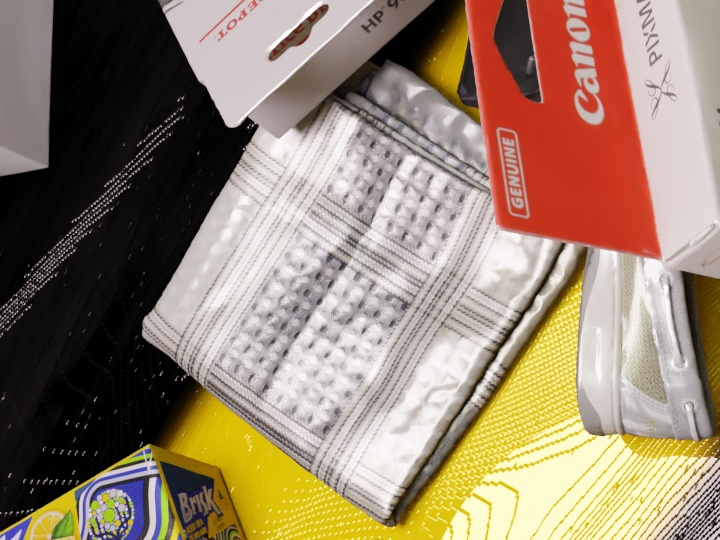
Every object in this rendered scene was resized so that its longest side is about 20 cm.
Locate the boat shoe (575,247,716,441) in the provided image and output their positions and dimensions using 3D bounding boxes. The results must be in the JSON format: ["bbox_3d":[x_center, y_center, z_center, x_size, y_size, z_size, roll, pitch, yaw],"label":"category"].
[{"bbox_3d":[0.142,-0.021,0.887,0.065,0.074,0.202,4,78,17],"label":"boat shoe"}]

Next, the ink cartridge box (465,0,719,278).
[{"bbox_3d":[0.130,-0.096,0.829,0.044,0.174,0.200,-40,47,48],"label":"ink cartridge box"}]

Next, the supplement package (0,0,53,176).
[{"bbox_3d":[-0.300,-0.152,1.104,0.200,0.147,0.191,-7,74,26],"label":"supplement package"}]

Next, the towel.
[{"bbox_3d":[0.000,0.000,0.974,0.193,0.035,0.200,36,94,30],"label":"towel"}]

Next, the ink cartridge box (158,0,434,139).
[{"bbox_3d":[-0.040,-0.152,0.986,0.116,0.068,0.200,-41,46,13],"label":"ink cartridge box"}]

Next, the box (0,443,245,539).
[{"bbox_3d":[-0.161,0.169,0.994,0.200,0.070,0.064,-32,63,17],"label":"box"}]

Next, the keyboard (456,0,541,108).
[{"bbox_3d":[0.114,-0.175,0.967,0.104,0.040,0.200,3,76,48],"label":"keyboard"}]
